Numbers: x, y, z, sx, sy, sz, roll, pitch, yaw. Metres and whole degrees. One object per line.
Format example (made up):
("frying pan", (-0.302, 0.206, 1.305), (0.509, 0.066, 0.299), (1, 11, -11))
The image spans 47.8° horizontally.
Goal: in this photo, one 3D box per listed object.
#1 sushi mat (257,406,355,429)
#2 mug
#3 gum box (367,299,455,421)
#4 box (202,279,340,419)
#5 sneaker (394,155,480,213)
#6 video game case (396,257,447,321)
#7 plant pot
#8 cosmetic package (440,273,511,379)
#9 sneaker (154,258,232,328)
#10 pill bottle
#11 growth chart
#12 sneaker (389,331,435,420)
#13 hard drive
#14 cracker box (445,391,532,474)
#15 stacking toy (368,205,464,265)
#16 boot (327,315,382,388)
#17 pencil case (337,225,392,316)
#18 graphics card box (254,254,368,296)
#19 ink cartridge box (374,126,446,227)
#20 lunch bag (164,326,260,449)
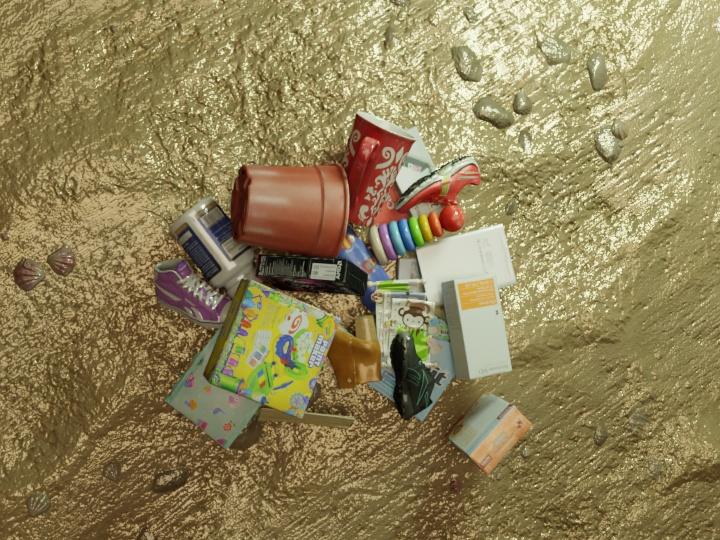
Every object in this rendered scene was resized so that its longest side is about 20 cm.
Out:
("sushi mat", (-0.111, 0.304, 1.672), (0.197, 0.096, 0.012), (8, 65, -7))
("mug", (0.001, -0.203, 1.637), (0.133, 0.176, 0.202), (35, 111, 33))
("gum box", (0.117, 0.186, 1.711), (0.169, 0.045, 0.201), (34, 93, -10))
("box", (-0.170, 0.146, 1.542), (0.190, 0.122, 0.203), (24, 83, -16))
("sneaker", (0.165, -0.162, 1.681), (0.198, 0.077, 0.086), (-30, 99, -7))
("video game case", (0.173, 0.069, 1.747), (0.196, 0.023, 0.185), (3, 90, -8))
("plant pot", (-0.146, -0.121, 1.594), (0.192, 0.200, 0.204), (4, 89, -21))
("cosmetic package", (0.237, 0.115, 1.667), (0.100, 0.071, 0.203), (-9, 87, -18))
("sneaker", (-0.324, 0.040, 1.599), (0.198, 0.115, 0.073), (16, 43, 15))
("pill bottle", (-0.283, -0.038, 1.640), (0.111, 0.111, 0.201), (-38, 95, -6))
("growth chart", (0.093, 0.110, 1.666), (0.142, 0.018, 0.203), (-8, 101, -5))
("sneaker", (0.106, 0.206, 1.649), (0.078, 0.076, 0.203), (-14, 121, -16))
("hard drive", (0.222, -0.010, 1.730), (0.197, 0.027, 0.134), (-14, 92, -8))
("cracker box", (0.259, 0.329, 1.668), (0.058, 0.200, 0.134), (45, 85, -5))
("stacking toy", (0.120, -0.084, 1.678), (0.197, 0.085, 0.087), (-21, 93, 10))
("boot", (-0.054, 0.170, 1.665), (0.198, 0.071, 0.147), (-3, 92, 20))
("pencil case", (0.000, 0.000, 1.696), (0.078, 0.087, 0.201), (-41, 97, -32))
("graphics card box", (-0.096, 0.009, 1.616), (0.197, 0.125, 0.052), (2, 76, 21))
("ink cartridge box", (0.081, -0.177, 1.726), (0.172, 0.044, 0.202), (-27, 93, -9))
("lunch bag", (-0.267, 0.223, 1.637), (0.170, 0.122, 0.201), (38, 91, -5))
